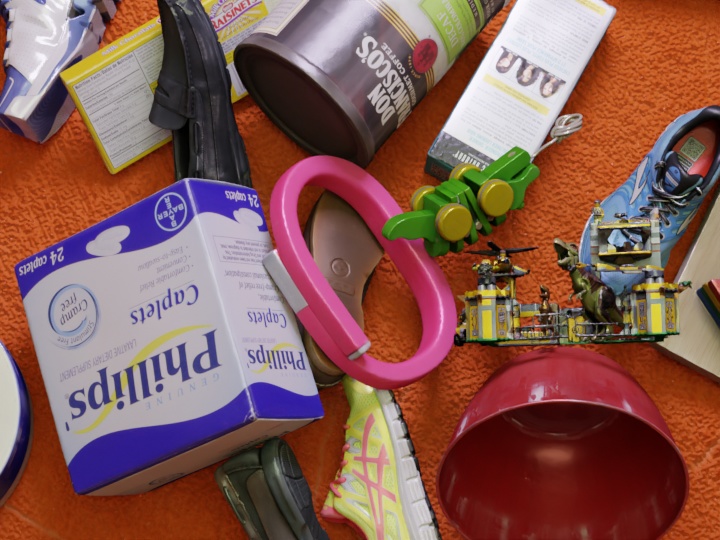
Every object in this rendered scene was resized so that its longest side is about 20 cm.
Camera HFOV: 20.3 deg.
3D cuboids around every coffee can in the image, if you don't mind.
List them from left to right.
[{"bbox_3d":[0.011,-0.204,1.682,0.146,0.146,0.200,38,73,7],"label":"coffee can"}]

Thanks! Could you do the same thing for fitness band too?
[{"bbox_3d":[0.000,0.000,1.622,0.143,0.037,0.201,-35,92,-46],"label":"fitness band"}]

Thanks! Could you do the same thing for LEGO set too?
[{"bbox_3d":[0.168,-0.001,1.604,0.199,0.154,0.117,-3,85,17],"label":"LEGO set"}]

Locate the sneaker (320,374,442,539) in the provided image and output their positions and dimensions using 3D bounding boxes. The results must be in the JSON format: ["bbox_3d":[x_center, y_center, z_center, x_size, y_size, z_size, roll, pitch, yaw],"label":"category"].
[{"bbox_3d":[0.005,0.168,1.631,0.090,0.078,0.201,-17,74,2],"label":"sneaker"}]

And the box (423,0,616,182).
[{"bbox_3d":[0.138,-0.155,1.732,0.082,0.049,0.201,30,76,5],"label":"box"}]

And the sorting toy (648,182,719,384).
[{"bbox_3d":[0.374,0.015,1.681,0.198,0.070,0.201,28,76,-2],"label":"sorting toy"}]

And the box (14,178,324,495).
[{"bbox_3d":[-0.154,0.056,1.597,0.183,0.105,0.201,-24,76,25],"label":"box"}]

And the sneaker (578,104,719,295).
[{"bbox_3d":[0.250,-0.063,1.693,0.078,0.090,0.201,31,78,6],"label":"sneaker"}]

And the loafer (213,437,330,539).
[{"bbox_3d":[-0.055,0.231,1.602,0.063,0.072,0.201,-18,102,13],"label":"loafer"}]

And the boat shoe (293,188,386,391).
[{"bbox_3d":[-0.028,0.010,1.668,0.070,0.070,0.201,26,54,-17],"label":"boat shoe"}]

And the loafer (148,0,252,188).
[{"bbox_3d":[-0.142,-0.138,1.659,0.070,0.068,0.202,-19,118,-15],"label":"loafer"}]

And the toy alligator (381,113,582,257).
[{"bbox_3d":[0.109,-0.060,1.659,0.199,0.059,0.055,-30,121,-15],"label":"toy alligator"}]

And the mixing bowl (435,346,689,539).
[{"bbox_3d":[0.160,0.134,1.604,0.199,0.201,0.109,6,44,-1],"label":"mixing bowl"}]

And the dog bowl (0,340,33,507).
[{"bbox_3d":[-0.367,0.120,1.622,0.198,0.079,0.202,1,75,-2],"label":"dog bowl"}]

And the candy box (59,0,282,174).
[{"bbox_3d":[-0.148,-0.173,1.702,0.199,0.103,0.026,-31,37,-11],"label":"candy box"}]

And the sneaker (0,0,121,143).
[{"bbox_3d":[-0.281,-0.214,1.719,0.114,0.081,0.200,20,73,10],"label":"sneaker"}]
